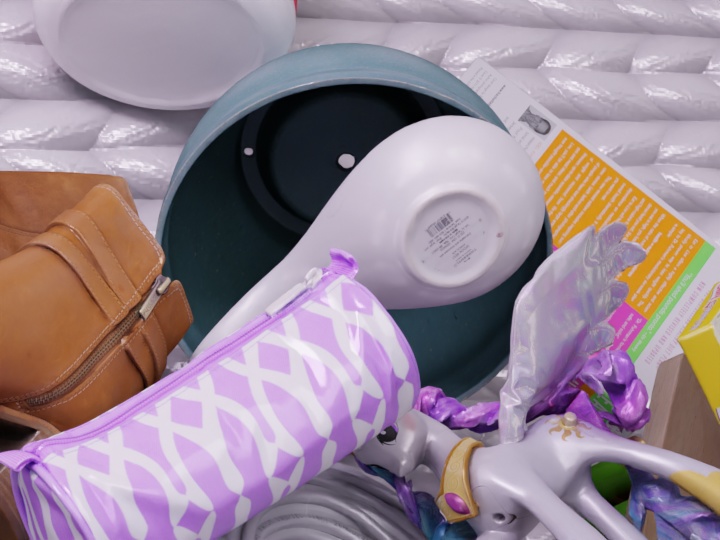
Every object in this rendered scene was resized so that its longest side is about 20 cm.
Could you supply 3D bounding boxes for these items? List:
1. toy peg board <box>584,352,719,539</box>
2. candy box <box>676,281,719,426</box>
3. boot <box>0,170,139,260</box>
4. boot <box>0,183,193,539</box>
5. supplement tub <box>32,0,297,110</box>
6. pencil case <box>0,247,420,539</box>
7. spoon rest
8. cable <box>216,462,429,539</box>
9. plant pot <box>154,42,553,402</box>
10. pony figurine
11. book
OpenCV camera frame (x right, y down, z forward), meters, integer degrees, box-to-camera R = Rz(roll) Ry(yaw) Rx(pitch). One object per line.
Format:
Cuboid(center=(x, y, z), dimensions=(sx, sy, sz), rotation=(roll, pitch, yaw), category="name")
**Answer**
Cuboid(center=(0.187, 0.187, 1.537), dimensions=(0.199, 0.098, 0.200), rotation=(38, 47, -24), category="toy peg board")
Cuboid(center=(0.224, 0.105, 1.491), dimensions=(0.200, 0.026, 0.102), rotation=(63, 25, -7), category="candy box")
Cuboid(center=(-0.190, 0.026, 1.395), dimensions=(0.200, 0.068, 0.189), rotation=(13, 51, -36), category="boot")
Cuboid(center=(-0.157, 0.010, 1.325), dimensions=(0.074, 0.200, 0.155), rotation=(14, 51, 34), category="boot")
Cuboid(center=(-0.099, -0.201, 1.573), dimensions=(0.140, 0.140, 0.200), rotation=(18, 54, -19), category="supplement tub")
Cuboid(center=(-0.064, 0.071, 1.316), dimensions=(0.200, 0.084, 0.086), rotation=(-34, 122, -27), category="pencil case")
Cuboid(center=(0.000, 0.000, 1.426), dimensions=(0.099, 0.200, 0.061), rotation=(55, 0, -27), category="spoon rest")
Cuboid(center=(-0.022, 0.168, 1.391), dimensions=(0.200, 0.069, 0.200), rotation=(7, 38, -40), category="cable")
Cuboid(center=(-0.006, -0.035, 1.506), dimensions=(0.200, 0.201, 0.134), rotation=(24, 24, -15), category="plant pot")
Cuboid(center=(0.091, 0.088, 1.408), dimensions=(0.200, 0.167, 0.193), rotation=(33, 40, 31), category="pony figurine")
Cuboid(center=(0.105, -0.013, 1.636), dimensions=(0.200, 0.048, 0.134), rotation=(40, 51, 0), category="book")
